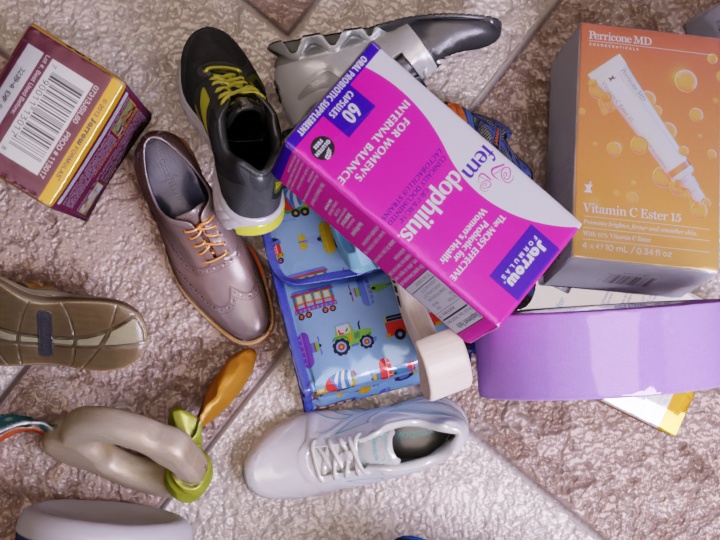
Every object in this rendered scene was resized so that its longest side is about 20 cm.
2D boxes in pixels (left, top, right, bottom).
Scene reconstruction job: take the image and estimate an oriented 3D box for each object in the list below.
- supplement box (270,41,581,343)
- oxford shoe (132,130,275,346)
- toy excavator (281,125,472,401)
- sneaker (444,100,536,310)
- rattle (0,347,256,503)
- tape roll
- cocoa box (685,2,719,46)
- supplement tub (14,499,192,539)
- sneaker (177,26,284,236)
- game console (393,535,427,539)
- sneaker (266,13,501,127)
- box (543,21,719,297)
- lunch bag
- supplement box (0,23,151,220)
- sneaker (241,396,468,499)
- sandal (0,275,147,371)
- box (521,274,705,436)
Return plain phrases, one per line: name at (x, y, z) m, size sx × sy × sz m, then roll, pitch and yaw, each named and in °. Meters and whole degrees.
supplement box at (0.045, -0.053, 1.079) m, size 0.200 × 0.103 × 0.101 m, roll 40°, pitch 77°, yaw -2°
oxford shoe at (-0.135, -0.025, 1.249) m, size 0.071 × 0.073 × 0.201 m, roll -31°, pitch 91°, yaw -4°
toy excavator at (0.027, -0.018, 1.181) m, size 0.099 × 0.194 × 0.201 m, roll -20°, pitch 112°, yaw -10°
sneaker at (0.114, -0.058, 1.233) m, size 0.078 × 0.075 × 0.201 m, roll 2°, pitch 57°, yaw -24°
rattle at (-0.208, 0.108, 1.247) m, size 0.199 × 0.130 × 0.144 m, roll 9°, pitch 77°, yaw 23°
tape roll at (0.189, 0.060, 1.165) m, size 0.198 × 0.200 × 0.066 m, roll -4°, pitch 90°, yaw -3°
cocoa box at (0.378, -0.144, 1.249) m, size 0.130 × 0.133 × 0.201 m, roll -18°, pitch 91°, yaw -4°
supplement tub at (-0.215, 0.295, 1.205) m, size 0.143 × 0.144 × 0.202 m, roll 7°, pitch 89°, yaw -3°
sneaker at (-0.097, -0.129, 1.219) m, size 0.074 × 0.085 × 0.201 m, roll -10°, pitch 61°, yaw -19°
game console at (0.093, 0.323, 1.241) m, size 0.199 × 0.171 × 0.119 m, roll 18°, pitch 62°, yaw -3°
sneaker at (0.026, -0.166, 1.264) m, size 0.198 × 0.074 × 0.089 m, roll -11°, pitch 89°, yaw 7°
box at (0.225, -0.089, 1.237) m, size 0.123 × 0.098 × 0.202 m, roll 5°, pitch 76°, yaw -6°
lunch bag at (0.000, 0.000, 1.261) m, size 0.149 × 0.094 × 0.201 m, roll -14°, pitch 76°, yaw -5°
supplement box at (-0.237, -0.112, 1.181) m, size 0.085 × 0.200 × 0.111 m, roll 32°, pitch 88°, yaw -1°
sneaker at (-0.004, 0.148, 1.253) m, size 0.199 × 0.080 × 0.071 m, roll -14°, pitch 92°, yaw -2°
sandal at (-0.271, 0.039, 1.248) m, size 0.198 × 0.054 × 0.081 m, roll 8°, pitch 108°, yaw 4°
box at (0.205, 0.046, 1.286) m, size 0.199 × 0.041 × 0.120 m, roll 26°, pitch 88°, yaw 0°
